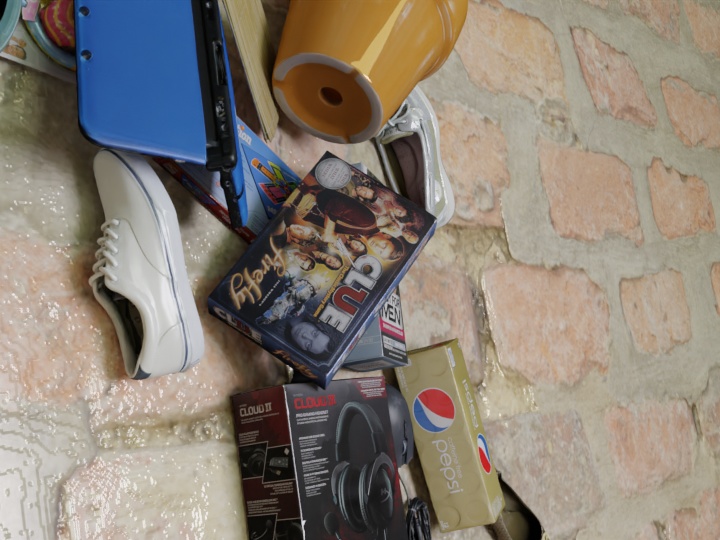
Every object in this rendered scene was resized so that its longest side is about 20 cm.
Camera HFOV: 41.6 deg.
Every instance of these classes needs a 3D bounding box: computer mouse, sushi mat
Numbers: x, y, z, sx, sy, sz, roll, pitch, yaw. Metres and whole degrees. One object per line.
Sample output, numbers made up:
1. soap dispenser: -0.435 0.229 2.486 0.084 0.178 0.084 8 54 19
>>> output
1. computer mouse: 0.050 0.220 1.030 0.058 0.034 0.203 -18 92 -53
2. sushi mat: -0.107 -0.232 0.937 0.201 0.012 0.097 76 15 -48

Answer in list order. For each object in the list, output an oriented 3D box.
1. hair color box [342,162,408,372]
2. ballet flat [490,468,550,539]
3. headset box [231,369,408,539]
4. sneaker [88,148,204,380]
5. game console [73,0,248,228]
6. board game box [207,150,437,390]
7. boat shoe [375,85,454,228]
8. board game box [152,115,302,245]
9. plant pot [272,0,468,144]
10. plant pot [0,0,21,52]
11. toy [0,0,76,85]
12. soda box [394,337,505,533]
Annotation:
1. hair color box: 0.000 0.000 1.003 0.099 0.060 0.203 31 50 -70
2. ballet flat: 0.185 0.297 1.158 0.201 0.046 0.068 52 43 -25
3. headset box: -0.037 0.188 0.902 0.148 0.077 0.203 4 75 -50
4. sneaker: -0.189 -0.007 0.788 0.070 0.073 0.203 -18 87 -45
5. game console: -0.171 -0.153 0.830 0.171 0.116 0.203 91 -10 -63
6. board game box: -0.033 -0.006 0.904 0.134 0.035 0.201 31 64 10
7. boat shoe: 0.056 -0.142 1.140 0.065 0.074 0.205 -34 111 -55
8. board game box: -0.114 -0.087 0.951 0.200 0.019 0.104 44 47 -32
9. plant pot: -0.005 -0.243 1.008 0.200 0.199 0.185 45 53 -31
10. plant pot: -0.321 -0.156 0.580 0.199 0.194 0.203 23 60 -45
11. toy: -0.255 -0.225 0.805 0.199 0.047 0.117 13 68 -48
12. soda box: 0.100 0.184 1.067 0.064 0.067 0.203 -10 85 -70
